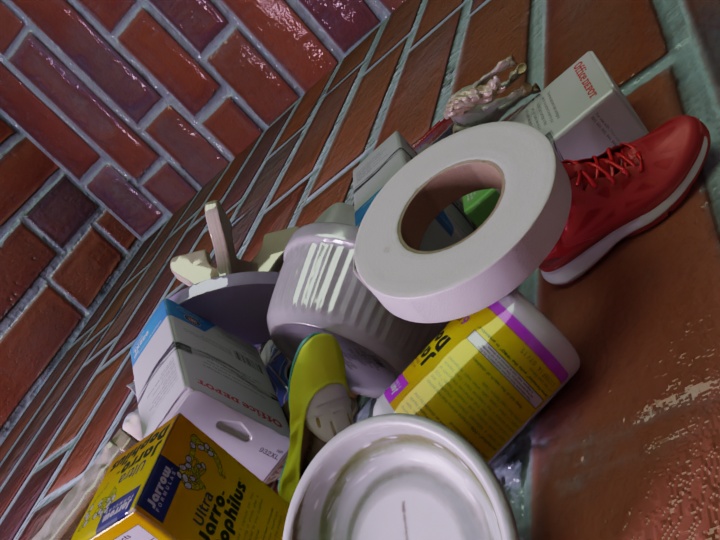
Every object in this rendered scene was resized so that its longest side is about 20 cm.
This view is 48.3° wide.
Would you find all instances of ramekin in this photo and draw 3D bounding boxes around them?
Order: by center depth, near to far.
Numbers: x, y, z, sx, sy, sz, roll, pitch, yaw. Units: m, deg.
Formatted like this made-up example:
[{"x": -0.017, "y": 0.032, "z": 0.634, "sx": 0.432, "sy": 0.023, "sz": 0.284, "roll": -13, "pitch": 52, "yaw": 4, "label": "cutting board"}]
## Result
[{"x": -0.006, "y": 0.051, "z": 0.844, "sx": 0.199, "sy": 0.199, "sz": 0.106, "roll": -18, "pitch": 42, "yaw": 55, "label": "ramekin"}]

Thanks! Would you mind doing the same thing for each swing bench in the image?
[{"x": -0.249, "y": 0.303, "z": 0.849, "sx": 0.200, "sy": 0.200, "sz": 0.129, "roll": -52, "pitch": 20, "yaw": -17, "label": "swing bench"}]

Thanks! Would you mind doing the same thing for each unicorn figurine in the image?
[{"x": 0.154, "y": -0.196, "z": 0.991, "sx": 0.136, "sy": 0.199, "sz": 0.075, "roll": -34, "pitch": 65, "yaw": 23, "label": "unicorn figurine"}]

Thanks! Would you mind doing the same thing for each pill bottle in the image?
[{"x": 0.080, "y": 0.112, "z": 0.666, "sx": 0.200, "sy": 0.104, "sz": 0.104, "roll": -46, "pitch": 19, "yaw": 1, "label": "pill bottle"}]

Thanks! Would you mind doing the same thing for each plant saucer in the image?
[{"x": 0.031, "y": 0.208, "z": 0.581, "sx": 0.197, "sy": 0.050, "sz": 0.204, "roll": -11, "pitch": 70, "yaw": 32, "label": "plant saucer"}]

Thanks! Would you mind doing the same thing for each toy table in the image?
[{"x": -0.161, "y": 0.014, "z": 1.027, "sx": 0.195, "sy": 0.185, "sz": 0.119, "roll": -6, "pitch": 52, "yaw": -2, "label": "toy table"}]

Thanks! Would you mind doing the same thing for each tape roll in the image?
[{"x": 0.084, "y": -0.045, "z": 0.698, "sx": 0.200, "sy": 0.037, "sz": 0.205, "roll": -27, "pitch": 37, "yaw": 22, "label": "tape roll"}]

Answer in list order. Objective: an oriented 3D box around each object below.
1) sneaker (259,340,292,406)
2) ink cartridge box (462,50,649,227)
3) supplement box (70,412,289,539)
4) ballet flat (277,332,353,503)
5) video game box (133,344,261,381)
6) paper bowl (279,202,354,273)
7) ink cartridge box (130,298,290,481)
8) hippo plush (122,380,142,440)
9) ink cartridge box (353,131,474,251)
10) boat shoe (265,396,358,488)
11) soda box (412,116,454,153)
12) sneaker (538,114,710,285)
[{"x": -0.097, "y": 0.132, "z": 1.093, "sx": 0.076, "sy": 0.077, "sz": 0.201, "roll": -12, "pitch": 28, "yaw": 15, "label": "sneaker"}, {"x": 0.211, "y": -0.130, "z": 0.897, "sx": 0.199, "sy": 0.084, "sz": 0.146, "roll": -39, "pitch": 20, "yaw": 24, "label": "ink cartridge box"}, {"x": -0.139, "y": 0.248, "z": 0.723, "sx": 0.108, "sy": 0.200, "sz": 0.110, "roll": -34, "pitch": 22, "yaw": 29, "label": "supplement box"}, {"x": -0.037, "y": 0.160, "z": 0.776, "sx": 0.067, "sy": 0.066, "sz": 0.204, "roll": 36, "pitch": 124, "yaw": 44, "label": "ballet flat"}, {"x": -0.211, "y": 0.111, "z": 1.176, "sx": 0.198, "sy": 0.047, "sz": 0.182, "roll": -13, "pitch": -23, "yaw": -45, "label": "video game box"}, {"x": -0.037, "y": -0.013, "z": 1.129, "sx": 0.201, "sy": 0.104, "sz": 0.201, "roll": -48, "pitch": 10, "yaw": 12, "label": "paper bowl"}, {"x": -0.172, "y": 0.138, "z": 0.903, "sx": 0.084, "sy": 0.144, "sz": 0.200, "roll": -51, "pitch": 30, "yaw": 8, "label": "ink cartridge box"}, {"x": -0.271, "y": 0.261, "z": 1.024, "sx": 0.198, "sy": 0.159, "sz": 0.162, "roll": 32, "pitch": 90, "yaw": 28, "label": "hippo plush"}, {"x": 0.067, "y": -0.063, "z": 0.957, "sx": 0.083, "sy": 0.145, "sz": 0.201, "roll": -40, "pitch": 20, "yaw": 16, "label": "ink cartridge box"}, {"x": -0.085, "y": 0.203, "z": 0.932, "sx": 0.199, "sy": 0.062, "sz": 0.074, "roll": -39, "pitch": 46, "yaw": 29, "label": "boat shoe"}, {"x": 0.090, "y": -0.143, "z": 1.207, "sx": 0.200, "sy": 0.070, "sz": 0.064, "roll": -42, "pitch": 20, "yaw": 13, "label": "soda box"}, {"x": 0.216, "y": -0.085, "z": 0.732, "sx": 0.200, "sy": 0.115, "sz": 0.079, "roll": -47, "pitch": 29, "yaw": 12, "label": "sneaker"}]
